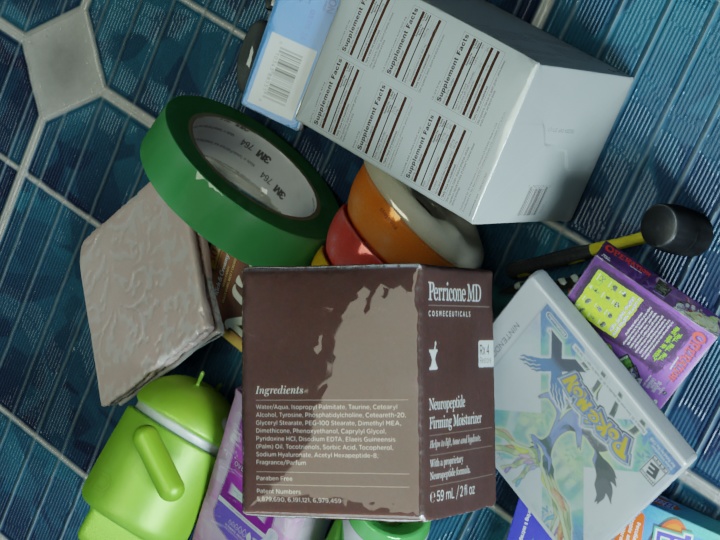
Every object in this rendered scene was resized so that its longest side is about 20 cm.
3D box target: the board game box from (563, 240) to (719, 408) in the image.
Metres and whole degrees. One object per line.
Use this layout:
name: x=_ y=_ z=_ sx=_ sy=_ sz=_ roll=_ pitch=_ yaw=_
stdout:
board game box: x=0.207 y=0.077 z=1.520 sx=0.120 sy=0.032 sz=0.201 roll=37 pitch=134 yaw=8

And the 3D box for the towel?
towel: x=-0.211 y=0.014 z=1.809 sx=0.200 sy=0.032 sz=0.193 roll=-34 pitch=59 yaw=41

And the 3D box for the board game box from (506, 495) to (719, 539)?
board game box: x=0.222 y=0.262 z=1.577 sx=0.199 sy=0.045 sz=0.154 roll=21 pitch=103 yaw=29

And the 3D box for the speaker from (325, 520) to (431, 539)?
speaker: x=0.001 y=0.269 z=1.656 sx=0.089 sy=0.088 sz=0.201 roll=48 pitch=140 yaw=22

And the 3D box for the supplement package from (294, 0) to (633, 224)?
supplement package: x=0.090 y=-0.149 z=1.560 sx=0.199 sy=0.191 sz=0.148 roll=32 pitch=108 yaw=28

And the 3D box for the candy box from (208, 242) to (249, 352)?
candy box: x=-0.073 y=0.035 z=1.752 sx=0.199 sy=0.056 sz=0.117 roll=37 pitch=111 yaw=28

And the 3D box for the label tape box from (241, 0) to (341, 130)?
label tape box: x=-0.027 y=-0.212 z=1.643 sx=0.063 sy=0.200 sz=0.145 roll=24 pitch=105 yaw=12

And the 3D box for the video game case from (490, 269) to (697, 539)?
video game case: x=0.168 y=0.128 z=1.521 sx=0.200 sy=0.022 sz=0.183 roll=51 pitch=137 yaw=15

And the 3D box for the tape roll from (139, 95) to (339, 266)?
tape roll: x=-0.110 y=-0.081 z=1.686 sx=0.201 sy=0.200 sz=0.048 roll=48 pitch=114 yaw=22

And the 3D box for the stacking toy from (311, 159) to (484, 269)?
stacking toy: x=0.000 y=0.000 z=1.634 sx=0.200 sy=0.146 sz=0.147 roll=-44 pitch=69 yaw=15

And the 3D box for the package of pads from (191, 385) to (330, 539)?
package of pads: x=-0.083 y=0.213 z=1.713 sx=0.120 sy=0.075 sz=0.201 roll=35 pitch=121 yaw=28

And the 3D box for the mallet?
mallet: x=0.217 y=-0.018 z=1.581 sx=0.199 sy=0.065 sz=0.042 roll=-18 pitch=72 yaw=47

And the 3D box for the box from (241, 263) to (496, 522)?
box: x=0.009 y=0.098 z=1.484 sx=0.163 sy=0.166 sz=0.202 roll=-1 pitch=88 yaw=25

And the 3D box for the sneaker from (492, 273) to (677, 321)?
sneaker: x=0.190 y=0.029 z=1.579 sx=0.198 sy=0.071 sz=0.081 roll=14 pitch=98 yaw=23

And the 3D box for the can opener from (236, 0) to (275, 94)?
can opener: x=-0.073 y=-0.265 z=1.740 sx=0.052 sy=0.066 sz=0.202 roll=10 pitch=92 yaw=33

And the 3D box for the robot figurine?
robot figurine: x=-0.195 y=0.191 z=1.767 sx=0.115 sy=0.175 sz=0.201 roll=29 pitch=85 yaw=12
